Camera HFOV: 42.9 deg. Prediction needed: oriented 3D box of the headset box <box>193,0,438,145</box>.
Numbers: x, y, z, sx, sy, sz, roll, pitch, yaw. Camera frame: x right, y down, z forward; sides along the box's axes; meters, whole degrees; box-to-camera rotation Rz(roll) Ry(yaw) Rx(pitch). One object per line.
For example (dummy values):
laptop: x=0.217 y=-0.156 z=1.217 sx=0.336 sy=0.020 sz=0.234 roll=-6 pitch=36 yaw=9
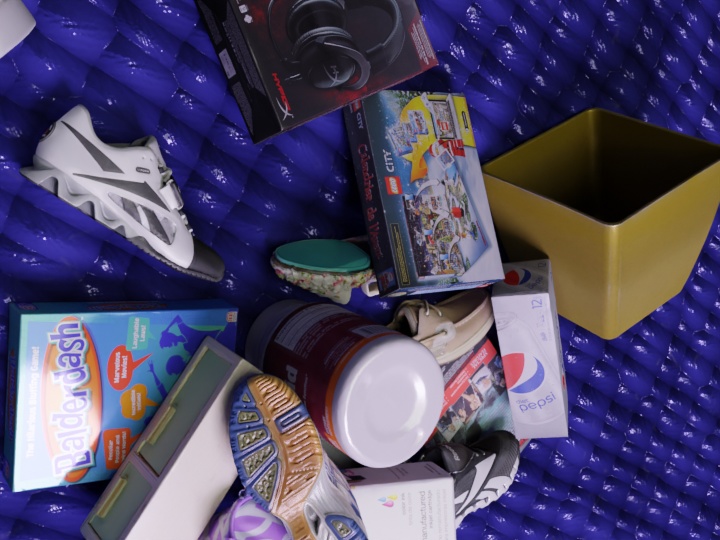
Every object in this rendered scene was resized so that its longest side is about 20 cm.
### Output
headset box: x=-0.031 y=-0.223 z=0.831 sx=0.198 sy=0.077 sz=0.151 roll=-26 pitch=100 yaw=-26

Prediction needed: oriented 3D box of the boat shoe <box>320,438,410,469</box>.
boat shoe: x=0.003 y=0.207 z=0.979 sx=0.199 sy=0.060 sz=0.076 roll=33 pitch=81 yaw=-35

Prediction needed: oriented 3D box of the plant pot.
plant pot: x=0.276 y=-0.046 z=1.040 sx=0.198 sy=0.199 sz=0.179 roll=-29 pitch=126 yaw=-26

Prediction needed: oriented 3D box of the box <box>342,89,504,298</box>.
box: x=0.064 y=-0.080 z=0.922 sx=0.135 sy=0.038 sz=0.204 roll=-4 pitch=78 yaw=-33

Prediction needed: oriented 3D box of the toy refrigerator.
toy refrigerator: x=-0.155 y=0.164 z=0.798 sx=0.070 sy=0.076 sz=0.202 roll=38 pitch=80 yaw=-35

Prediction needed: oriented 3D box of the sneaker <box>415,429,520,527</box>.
sneaker: x=0.110 y=0.223 z=1.015 sx=0.199 sy=0.066 sz=0.092 roll=-32 pitch=122 yaw=-35

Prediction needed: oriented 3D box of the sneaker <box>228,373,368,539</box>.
sneaker: x=-0.054 y=0.179 z=0.791 sx=0.074 sy=0.088 sz=0.203 roll=-24 pitch=97 yaw=0

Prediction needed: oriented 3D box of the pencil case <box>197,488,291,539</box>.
pencil case: x=-0.139 y=0.272 z=0.819 sx=0.085 sy=0.199 sz=0.085 roll=56 pitch=33 yaw=10

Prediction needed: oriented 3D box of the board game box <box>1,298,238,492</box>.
board game box: x=-0.211 y=0.106 z=0.819 sx=0.197 sy=0.045 sz=0.155 roll=-1 pitch=101 yaw=-34

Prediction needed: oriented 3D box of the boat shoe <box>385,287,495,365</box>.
boat shoe: x=0.066 y=0.066 z=0.987 sx=0.198 sy=0.072 sz=0.066 roll=-31 pitch=114 yaw=-22

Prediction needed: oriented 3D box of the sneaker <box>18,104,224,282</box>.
sneaker: x=-0.181 y=-0.064 z=0.784 sx=0.199 sy=0.074 sz=0.089 roll=37 pitch=81 yaw=-35

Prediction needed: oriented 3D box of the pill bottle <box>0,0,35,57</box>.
pill bottle: x=-0.322 y=-0.229 z=0.626 sx=0.114 sy=0.113 sz=0.201 roll=-43 pitch=120 yaw=-19

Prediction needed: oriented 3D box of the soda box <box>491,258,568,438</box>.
soda box: x=0.192 y=0.091 z=1.026 sx=0.069 sy=0.062 sz=0.203 roll=-71 pitch=152 yaw=-55

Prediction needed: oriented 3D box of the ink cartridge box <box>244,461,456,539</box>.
ink cartridge box: x=-0.010 y=0.274 z=0.895 sx=0.196 sy=0.084 sz=0.148 roll=-3 pitch=89 yaw=-11

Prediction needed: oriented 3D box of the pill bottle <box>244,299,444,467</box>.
pill bottle: x=-0.024 y=0.095 z=0.850 sx=0.113 sy=0.199 sz=0.116 roll=-8 pitch=104 yaw=-32

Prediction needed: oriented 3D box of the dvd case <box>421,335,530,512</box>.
dvd case: x=0.129 y=0.171 z=1.083 sx=0.146 sy=0.022 sz=0.201 roll=-48 pitch=121 yaw=-16

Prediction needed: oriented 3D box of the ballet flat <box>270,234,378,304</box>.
ballet flat: x=0.000 y=0.000 z=0.928 sx=0.197 sy=0.076 sz=0.065 roll=-10 pitch=124 yaw=-29
